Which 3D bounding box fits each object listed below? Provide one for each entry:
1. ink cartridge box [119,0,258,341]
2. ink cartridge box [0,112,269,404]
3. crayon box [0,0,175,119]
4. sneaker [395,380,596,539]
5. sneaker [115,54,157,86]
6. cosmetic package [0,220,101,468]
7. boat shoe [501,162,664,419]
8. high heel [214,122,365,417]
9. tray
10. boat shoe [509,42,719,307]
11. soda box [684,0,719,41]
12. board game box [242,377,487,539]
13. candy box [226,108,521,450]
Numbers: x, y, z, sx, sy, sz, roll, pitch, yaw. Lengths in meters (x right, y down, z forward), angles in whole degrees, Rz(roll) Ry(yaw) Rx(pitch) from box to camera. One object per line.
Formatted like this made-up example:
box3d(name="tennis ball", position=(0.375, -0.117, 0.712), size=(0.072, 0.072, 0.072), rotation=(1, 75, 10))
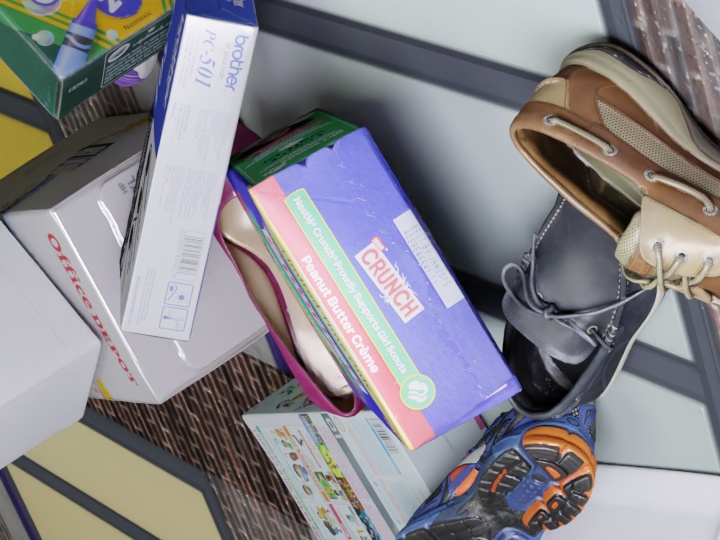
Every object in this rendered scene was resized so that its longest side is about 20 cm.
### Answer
box3d(name="ink cartridge box", position=(-0.102, -0.069, 1.349), size=(0.094, 0.044, 0.200), rotation=(-102, 24, -63))
box3d(name="ink cartridge box", position=(-0.153, -0.011, 1.537), size=(0.200, 0.145, 0.147), rotation=(1, 122, 60))
box3d(name="crayon box", position=(-0.196, -0.202, 1.391), size=(0.200, 0.126, 0.052), rotation=(46, 153, 14))
box3d(name="sneaker", position=(0.087, 0.130, 1.366), size=(0.075, 0.078, 0.200), rotation=(34, 140, -10))
box3d(name="sneaker", position=(-0.209, -0.188, 1.493), size=(0.200, 0.081, 0.083), rotation=(45, 159, 15))
box3d(name="cosmetic package", position=(-0.306, 0.047, 1.469), size=(0.199, 0.200, 0.123), rotation=(49, 151, 13))
box3d(name="boat shoe", position=(0.113, 0.015, 1.220), size=(0.075, 0.062, 0.200), rotation=(44, 152, 22))
box3d(name="high heel", position=(-0.046, -0.004, 1.422), size=(0.200, 0.067, 0.096), rotation=(56, -175, -17))
box3d(name="tray", position=(0.146, 0.166, 1.332), size=(0.022, 0.107, 0.200), rotation=(27, 166, -27))
box3d(name="boat shoe", position=(0.151, -0.020, 1.095), size=(0.200, 0.074, 0.076), rotation=(44, 153, 20))
box3d(name="soda box", position=(0.181, -0.117, 0.928), size=(0.200, 0.068, 0.063), rotation=(50, 156, 7))
box3d(name="board game box", position=(0.021, 0.138, 1.529), size=(0.200, 0.064, 0.148), rotation=(-8, 115, 60))
box3d(name="candy box", position=(0.000, 0.000, 1.298), size=(0.169, 0.077, 0.200), rotation=(59, 175, -10))
